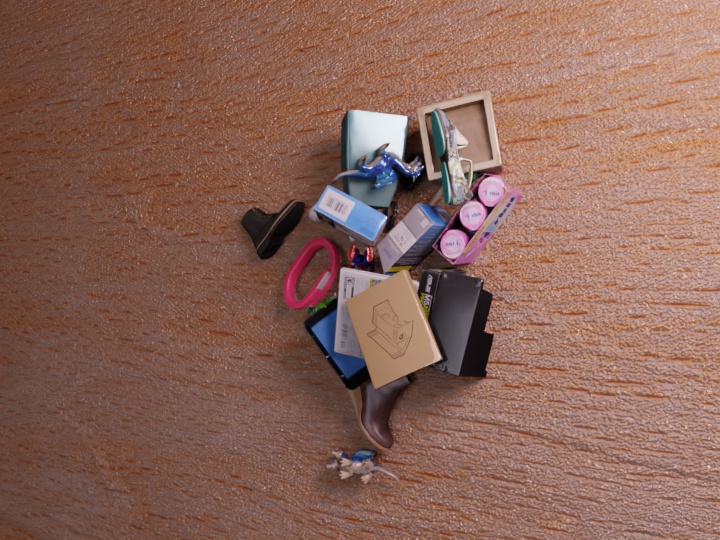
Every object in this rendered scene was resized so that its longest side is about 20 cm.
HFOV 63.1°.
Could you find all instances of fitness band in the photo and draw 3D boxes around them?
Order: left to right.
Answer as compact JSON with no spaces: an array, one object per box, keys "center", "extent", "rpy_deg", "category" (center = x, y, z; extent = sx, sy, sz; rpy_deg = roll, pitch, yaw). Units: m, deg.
[{"center":[-0.128,0.010,1.511],"extent":[0.200,0.037,0.144],"rpy_deg":[-53,43,16],"category":"fitness band"}]

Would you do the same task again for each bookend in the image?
[{"center":[0.225,0.120,1.261],"extent":[0.091,0.198,0.202],"rpy_deg":[13,88,29],"category":"bookend"}]

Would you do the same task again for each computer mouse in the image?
[{"center":[0.106,-0.186,1.399],"extent":[0.059,0.034,0.201],"rpy_deg":[48,122,40],"category":"computer mouse"}]

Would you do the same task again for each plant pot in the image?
[{"center":[0.022,-0.246,1.344],"extent":[0.140,0.141,0.202],"rpy_deg":[5,92,-7],"category":"plant pot"}]

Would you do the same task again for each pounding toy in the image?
[{"center":[0.212,-0.257,1.287],"extent":[0.183,0.142,0.202],"rpy_deg":[-10,89,16],"category":"pounding toy"}]

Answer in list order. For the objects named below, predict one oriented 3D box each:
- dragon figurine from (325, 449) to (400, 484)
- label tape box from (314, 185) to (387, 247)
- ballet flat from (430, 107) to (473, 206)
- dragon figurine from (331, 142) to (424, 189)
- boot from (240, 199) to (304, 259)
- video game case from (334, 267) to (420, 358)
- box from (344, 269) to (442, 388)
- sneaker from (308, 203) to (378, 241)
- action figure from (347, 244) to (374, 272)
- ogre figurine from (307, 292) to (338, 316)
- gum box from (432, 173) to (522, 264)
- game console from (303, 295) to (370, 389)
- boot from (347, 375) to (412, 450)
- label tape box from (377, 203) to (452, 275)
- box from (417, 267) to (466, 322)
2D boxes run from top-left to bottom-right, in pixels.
[{"center":[0.005,0.482,1.453],"extent":[0.198,0.099,0.059],"rpy_deg":[0,89,11],"category":"dragon figurine"},{"center":[-0.020,-0.111,1.301],"extent":[0.143,0.200,0.064],"rpy_deg":[29,86,2],"category":"label tape box"},{"center":[0.191,-0.233,1.195],"extent":[0.074,0.074,0.202],"rpy_deg":[-8,92,30],"category":"ballet flat"},{"center":[0.042,-0.207,1.258],"extent":[0.199,0.059,0.100],"rpy_deg":[-30,103,-2],"category":"dragon figurine"},{"center":[-0.248,-0.148,1.586],"extent":[0.200,0.077,0.139],"rpy_deg":[-47,64,22],"category":"boot"},{"center":[0.035,0.105,1.294],"extent":[0.180,0.023,0.202],"rpy_deg":[10,108,17],"category":"video game case"},{"center":[0.065,0.122,1.220],"extent":[0.163,0.021,0.201],"rpy_deg":[-29,70,26],"category":"box"},{"center":[-0.039,-0.122,1.458],"extent":[0.199,0.075,0.116],"rpy_deg":[-12,83,27],"category":"sneaker"},{"center":[0.000,0.000,1.375],"extent":[0.065,0.200,0.100],"rpy_deg":[8,86,3],"category":"action figure"},{"center":[-0.051,0.141,1.468],"extent":[0.120,0.097,0.201],"rpy_deg":[-57,42,36],"category":"ogre figurine"},{"center":[0.255,-0.111,1.262],"extent":[0.066,0.113,0.201],"rpy_deg":[42,111,22],"category":"gum box"},{"center":[-0.006,0.145,1.346],"extent":[0.201,0.118,0.172],"rpy_deg":[53,140,4],"category":"game console"},{"center":[0.062,0.314,1.414],"extent":[0.166,0.072,0.201],"rpy_deg":[-40,68,27],"category":"boot"},{"center":[0.108,-0.056,1.324],"extent":[0.200,0.144,0.063],"rpy_deg":[-46,70,23],"category":"label tape box"},{"center":[0.169,0.096,1.294],"extent":[0.044,0.160,0.202],"rpy_deg":[15,98,30],"category":"box"}]
